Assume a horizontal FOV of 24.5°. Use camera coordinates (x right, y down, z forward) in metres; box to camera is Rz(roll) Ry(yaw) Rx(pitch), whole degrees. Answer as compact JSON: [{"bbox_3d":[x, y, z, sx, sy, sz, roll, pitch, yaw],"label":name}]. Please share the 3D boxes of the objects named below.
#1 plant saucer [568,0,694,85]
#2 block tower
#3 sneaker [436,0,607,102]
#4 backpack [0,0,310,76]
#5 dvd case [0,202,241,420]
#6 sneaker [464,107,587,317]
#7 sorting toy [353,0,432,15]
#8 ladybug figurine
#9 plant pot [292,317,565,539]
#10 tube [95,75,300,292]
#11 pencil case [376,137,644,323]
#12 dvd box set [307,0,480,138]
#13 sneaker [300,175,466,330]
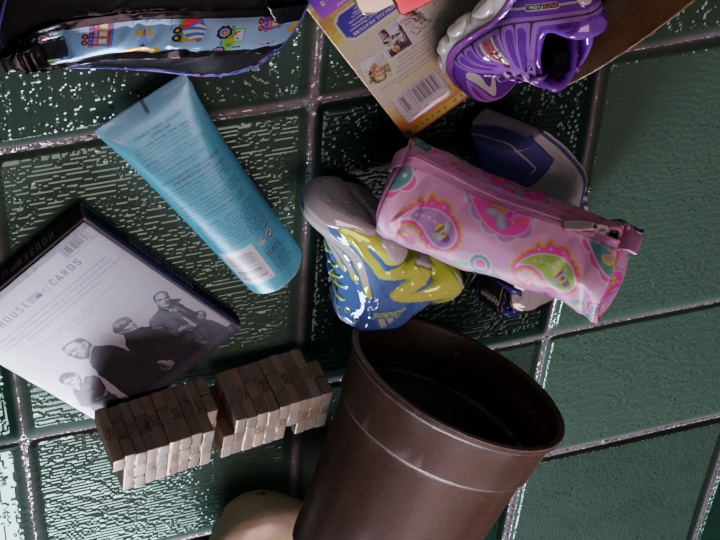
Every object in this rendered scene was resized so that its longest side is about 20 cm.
[{"bbox_3d":[0.209,-0.208,1.199,0.199,0.200,0.036,-37,98,12],"label":"plant saucer"},{"bbox_3d":[-0.126,0.126,1.413,0.198,0.054,0.058,-15,146,-22],"label":"block tower"},{"bbox_3d":[0.113,-0.154,1.159,0.080,0.084,0.200,-20,172,-17],"label":"sneaker"},{"bbox_3d":[-0.126,-0.215,1.036,0.198,0.135,0.184,2,131,-27],"label":"backpack"},{"bbox_3d":[-0.211,0.042,1.332,0.150,0.025,0.200,-37,136,13],"label":"dvd case"},{"bbox_3d":[0.133,-0.028,1.355,0.116,0.080,0.200,-53,141,-16],"label":"sneaker"},{"bbox_3d":[0.060,-0.283,1.075,0.198,0.070,0.200,-25,124,0],"label":"sorting toy"},{"bbox_3d":[-0.081,0.274,1.588,0.134,0.072,0.201,-24,137,0],"label":"ladybug figurine"},{"bbox_3d":[0.044,0.175,1.427,0.198,0.201,0.200,12,115,-34],"label":"plant pot"},{"bbox_3d":[-0.114,-0.060,1.254,0.077,0.051,0.200,-34,132,3],"label":"tube"},{"bbox_3d":[0.111,-0.032,1.262,0.198,0.088,0.088,21,131,8],"label":"pencil case"},{"bbox_3d":[0.044,-0.201,1.207,0.146,0.030,0.200,-35,136,9],"label":"dvd box set"},{"bbox_3d":[0.000,0.000,1.354,0.105,0.076,0.199,-42,136,18],"label":"sneaker"}]
